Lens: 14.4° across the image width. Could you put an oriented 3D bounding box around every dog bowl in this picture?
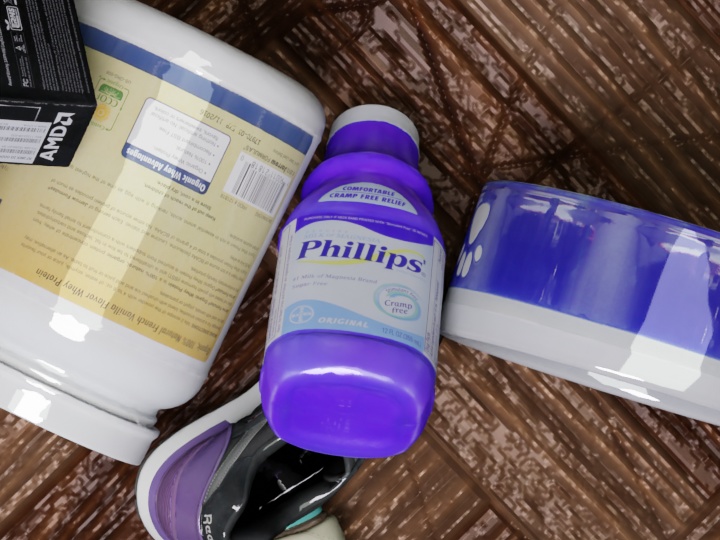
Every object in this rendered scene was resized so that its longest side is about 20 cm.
[{"bbox_3d":[0.142,0.022,1.382,0.199,0.200,0.079,17,87,-7],"label":"dog bowl"}]

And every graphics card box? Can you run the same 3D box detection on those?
[{"bbox_3d":[-0.226,-0.113,1.274,0.199,0.051,0.126,1,52,-25],"label":"graphics card box"}]

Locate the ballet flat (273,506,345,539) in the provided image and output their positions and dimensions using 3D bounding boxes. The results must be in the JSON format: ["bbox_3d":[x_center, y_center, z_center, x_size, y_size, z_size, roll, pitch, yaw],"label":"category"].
[{"bbox_3d":[-0.101,0.171,1.426,0.199,0.069,0.070,-13,93,-6],"label":"ballet flat"}]

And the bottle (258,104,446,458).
[{"bbox_3d":[0.000,0.000,1.376,0.083,0.200,0.065,8,133,-1],"label":"bottle"}]

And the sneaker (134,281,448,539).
[{"bbox_3d":[-0.012,0.074,1.399,0.200,0.087,0.076,-44,116,-22],"label":"sneaker"}]

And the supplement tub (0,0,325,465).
[{"bbox_3d":[-0.118,-0.021,1.379,0.144,0.144,0.200,26,88,-6],"label":"supplement tub"}]
